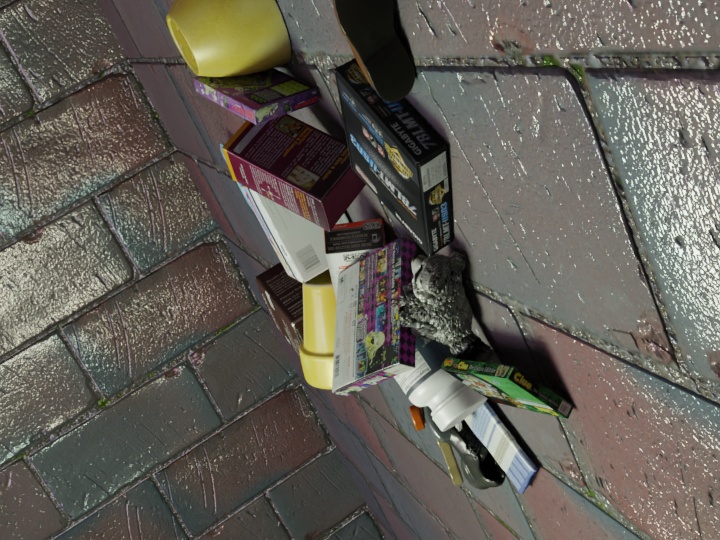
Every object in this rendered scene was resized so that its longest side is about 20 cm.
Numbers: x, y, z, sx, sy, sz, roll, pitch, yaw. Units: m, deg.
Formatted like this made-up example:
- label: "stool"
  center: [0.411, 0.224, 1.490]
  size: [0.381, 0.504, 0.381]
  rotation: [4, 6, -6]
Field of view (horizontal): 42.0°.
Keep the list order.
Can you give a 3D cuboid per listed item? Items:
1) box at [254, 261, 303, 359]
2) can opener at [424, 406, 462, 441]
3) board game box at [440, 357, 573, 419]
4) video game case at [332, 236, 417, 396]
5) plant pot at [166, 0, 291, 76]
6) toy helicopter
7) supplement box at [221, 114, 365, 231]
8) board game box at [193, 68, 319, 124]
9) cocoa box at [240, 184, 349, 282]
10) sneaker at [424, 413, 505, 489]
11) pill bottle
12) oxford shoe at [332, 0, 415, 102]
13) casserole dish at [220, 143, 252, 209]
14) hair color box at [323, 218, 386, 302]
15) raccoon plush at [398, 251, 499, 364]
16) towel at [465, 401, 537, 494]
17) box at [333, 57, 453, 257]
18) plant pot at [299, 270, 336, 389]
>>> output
- label: "box"
  center: [-0.093, 0.079, 1.989]
  size: [0.200, 0.163, 0.167]
  rotation: [44, 161, 48]
- label: "can opener"
  center: [0.122, 0.184, 1.576]
  size: [0.053, 0.066, 0.202]
  rotation: [82, 170, -59]
- label: "board game box"
  center: [0.193, 0.156, 1.271]
  size: [0.104, 0.024, 0.200]
  rotation: [36, 167, -16]
- label: "video game case"
  center: [0.020, 0.072, 1.426]
  size: [0.181, 0.035, 0.203]
  rotation: [-31, 49, 50]
- label: "plant pot"
  center: [-0.220, -0.387, 1.476]
  size: [0.201, 0.141, 0.201]
  rotation: [54, 166, 20]
- label: "toy helicopter"
  center: [0.152, 0.310, 1.770]
  size: [0.132, 0.078, 0.202]
  rotation: [-102, -8, -77]
- label: "supplement box"
  center: [-0.101, -0.163, 1.463]
  size: [0.199, 0.111, 0.086]
  rotation: [29, 157, 22]
- label: "board game box"
  center: [-0.168, -0.287, 1.495]
  size: [0.199, 0.119, 0.033]
  rotation: [34, 135, 46]
- label: "cocoa box"
  center: [-0.111, -0.100, 1.722]
  size: [0.202, 0.132, 0.131]
  rotation: [62, 167, -12]
- label: "sneaker"
  center: [0.191, 0.296, 1.647]
  size: [0.201, 0.076, 0.091]
  rotation: [52, 160, -6]
- label: "pill bottle"
  center: [0.108, 0.143, 1.478]
  size: [0.201, 0.119, 0.120]
  rotation: [55, 167, 16]
- label: "oxford shoe"
  center: [0.000, -0.284, 1.047]
  size: [0.071, 0.071, 0.201]
  rotation: [51, 167, 47]
- label: "casserole dish"
  center: [-0.277, -0.226, 2.281]
  size: [0.202, 0.039, 0.121]
  rotation: [64, 167, -17]
- label: "hair color box"
  center: [0.000, 0.000, 1.579]
  size: [0.201, 0.100, 0.062]
  rotation: [81, -176, -57]
- label: "raccoon plush"
  center: [0.144, 0.050, 1.303]
  size: [0.199, 0.098, 0.134]
  rotation: [30, 154, -10]
- label: "towel"
  center: [0.219, 0.265, 1.544]
  size: [0.201, 0.024, 0.147]
  rotation: [53, 166, 23]
- label: "box"
  center: [0.045, -0.147, 1.230]
  size: [0.201, 0.049, 0.199]
  rotation: [52, 165, 30]
- label: "plant pot"
  center: [-0.027, 0.096, 1.764]
  size: [0.200, 0.198, 0.191]
  rotation: [-154, 51, -67]
